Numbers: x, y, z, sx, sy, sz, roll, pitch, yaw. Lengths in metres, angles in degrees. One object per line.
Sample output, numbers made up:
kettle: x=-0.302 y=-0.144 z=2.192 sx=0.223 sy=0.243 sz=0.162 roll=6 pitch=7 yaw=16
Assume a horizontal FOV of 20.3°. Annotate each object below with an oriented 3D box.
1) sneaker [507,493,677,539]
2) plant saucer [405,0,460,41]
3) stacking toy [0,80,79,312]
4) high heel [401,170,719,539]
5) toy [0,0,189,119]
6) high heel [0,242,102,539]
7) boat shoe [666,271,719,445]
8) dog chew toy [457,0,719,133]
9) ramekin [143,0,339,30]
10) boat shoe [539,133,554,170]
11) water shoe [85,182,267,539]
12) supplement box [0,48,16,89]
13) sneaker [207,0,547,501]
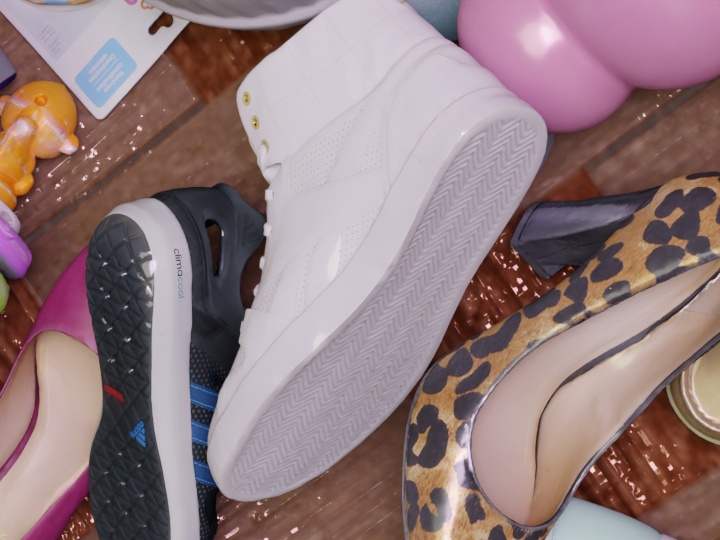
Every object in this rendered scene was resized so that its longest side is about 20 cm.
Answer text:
sneaker: x=0.046 y=0.181 z=0.854 sx=0.118 sy=0.074 sz=0.201 roll=26 pitch=95 yaw=8
plant saucer: x=0.019 y=-0.195 z=0.832 sx=0.199 sy=0.036 sz=0.202 roll=1 pitch=95 yaw=16
stacking toy: x=-0.192 y=-0.004 z=0.897 sx=0.116 sy=0.110 sz=0.201 roll=30 pitch=74 yaw=13
high heel: x=0.090 y=0.052 z=0.762 sx=0.142 sy=0.071 sz=0.201 roll=-5 pitch=58 yaw=51
toy: x=-0.153 y=-0.178 z=0.895 sx=0.115 sy=0.047 sz=0.200 roll=-44 pitch=81 yaw=20
high heel: x=-0.147 y=0.078 z=0.899 sx=0.067 sy=0.096 sz=0.201 roll=22 pitch=104 yaw=16
boat shoe: x=0.187 y=-0.012 z=0.786 sx=0.073 sy=0.063 sz=0.201 roll=44 pitch=108 yaw=10
dog chew toy: x=0.119 y=-0.127 z=0.766 sx=0.200 sy=0.124 sz=0.125 roll=-39 pitch=83 yaw=23
ramekin: x=-0.056 y=-0.198 z=0.787 sx=0.201 sy=0.094 sz=0.204 roll=1 pitch=95 yaw=17
boat shoe: x=0.000 y=0.000 z=0.854 sx=0.066 sy=0.070 sz=0.201 roll=40 pitch=107 yaw=19
water shoe: x=-0.071 y=0.060 z=0.880 sx=0.071 sy=0.079 sz=0.201 roll=32 pitch=130 yaw=42
supplement box: x=-0.266 y=-0.066 z=0.890 sx=0.199 sy=0.103 sz=0.101 roll=-33 pitch=100 yaw=6
sneaker: x=-0.017 y=-0.014 z=0.802 sx=0.200 sy=0.073 sz=0.116 roll=-55 pitch=52 yaw=19
